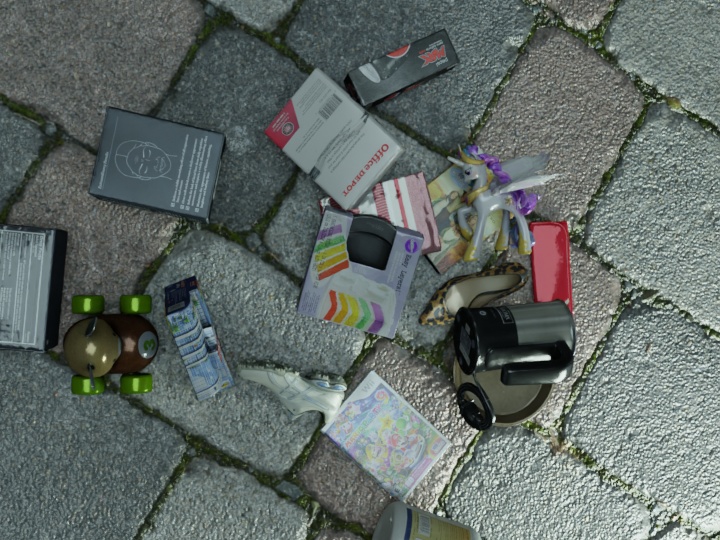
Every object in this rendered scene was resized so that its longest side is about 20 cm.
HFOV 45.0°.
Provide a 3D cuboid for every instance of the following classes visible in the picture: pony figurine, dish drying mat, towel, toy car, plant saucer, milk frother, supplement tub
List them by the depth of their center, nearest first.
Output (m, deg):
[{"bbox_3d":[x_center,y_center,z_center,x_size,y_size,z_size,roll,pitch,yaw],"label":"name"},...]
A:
[{"bbox_3d":[-0.411,0.124,1.401,0.156,0.200,0.167,0,89,-9],"label":"toy car"},{"bbox_3d":[0.125,0.498,1.506,0.198,0.144,0.146,21,86,-7],"label":"supplement tub"},{"bbox_3d":[0.251,-0.129,1.515,0.191,0.167,0.202,-7,106,0],"label":"pony figurine"},{"bbox_3d":[0.266,0.166,1.524,0.186,0.201,0.182,-4,50,-14],"label":"milk frother"},{"bbox_3d":[0.034,-0.083,1.545,0.198,0.023,0.146,-13,92,6],"label":"towel"},{"bbox_3d":[0.262,0.183,1.592,0.197,0.029,0.203,0,89,-10],"label":"plant saucer"},{"bbox_3d":[0.356,0.010,1.615,0.076,0.018,0.203,-3,90,-8],"label":"dish drying mat"}]

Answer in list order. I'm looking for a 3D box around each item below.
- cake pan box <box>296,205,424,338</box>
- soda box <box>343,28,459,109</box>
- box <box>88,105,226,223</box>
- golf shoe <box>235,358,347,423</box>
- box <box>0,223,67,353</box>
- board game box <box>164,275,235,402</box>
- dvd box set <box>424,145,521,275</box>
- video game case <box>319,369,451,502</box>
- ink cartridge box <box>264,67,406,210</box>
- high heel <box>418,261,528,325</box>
[{"bbox_3d":[0.000,0.000,1.515,0.182,0.052,0.202,16,104,-8],"label":"cake pan box"},{"bbox_3d":[0.073,-0.357,1.555,0.198,0.063,0.071,-27,93,-9],"label":"soda box"},{"bbox_3d":[-0.338,-0.174,1.465,0.198,0.107,0.150,13,87,-9],"label":"box"},{"bbox_3d":[-0.126,0.212,1.509,0.198,0.078,0.098,15,91,-7],"label":"golf shoe"},{"bbox_3d":[-0.593,0.024,1.413,0.196,0.123,0.203,6,90,-8],"label":"box"},{"bbox_3d":[-0.264,0.131,1.449,0.061,0.200,0.202,-21,106,-8],"label":"board game box"},{"bbox_3d":[0.178,-0.109,1.583,0.199,0.029,0.147,-37,94,-7],"label":"dvd box set"},{"bbox_3d":[0.046,0.298,1.561,0.200,0.018,0.143,43,84,-6],"label":"video game case"},{"bbox_3d":[-0.041,-0.222,1.491,0.200,0.084,0.145,43,100,5],"label":"ink cartridge box"},{"bbox_3d":[0.197,0.043,1.526,0.199,0.143,0.072,-29,94,-8],"label":"high heel"}]
